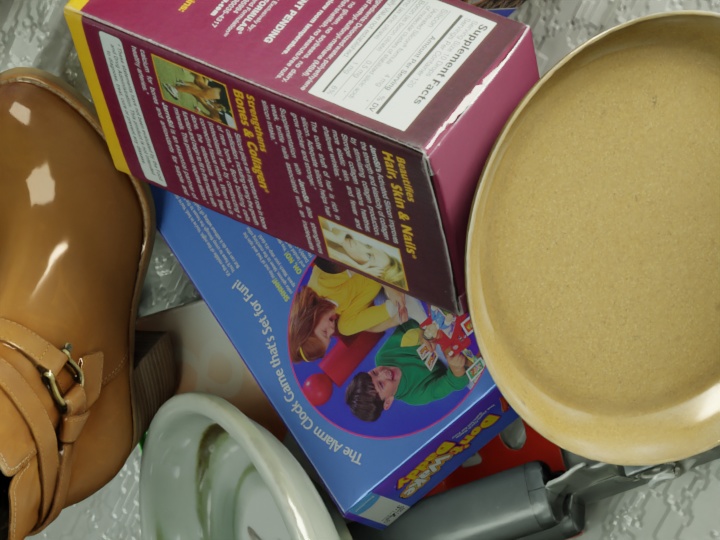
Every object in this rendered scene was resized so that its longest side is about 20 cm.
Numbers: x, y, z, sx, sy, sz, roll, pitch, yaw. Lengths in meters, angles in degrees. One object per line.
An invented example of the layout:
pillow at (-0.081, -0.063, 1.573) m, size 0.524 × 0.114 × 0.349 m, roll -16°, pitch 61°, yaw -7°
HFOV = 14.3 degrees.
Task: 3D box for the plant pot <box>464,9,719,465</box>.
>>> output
plant pot at (0.127, -0.015, 1.247) m, size 0.027 × 0.199 × 0.201 m, roll 27°, pitch 112°, yaw 60°

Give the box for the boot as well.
boot at (-0.161, 0.022, 1.332) m, size 0.076 × 0.155 × 0.201 m, roll 5°, pitch 120°, yaw 28°

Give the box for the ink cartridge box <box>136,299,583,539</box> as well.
ink cartridge box at (-0.006, 0.078, 1.398) m, size 0.200 × 0.050 × 0.163 m, roll -16°, pitch 89°, yaw 33°

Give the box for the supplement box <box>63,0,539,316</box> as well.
supplement box at (-0.021, -0.075, 1.273) m, size 0.200 × 0.086 × 0.111 m, roll 23°, pitch 149°, yaw 28°

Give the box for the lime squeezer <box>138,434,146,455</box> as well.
lime squeezer at (-0.128, 0.045, 1.457) m, size 0.038 × 0.071 × 0.200 m, roll -23°, pitch 115°, yaw 14°

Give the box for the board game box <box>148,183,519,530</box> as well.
board game box at (0.000, 0.000, 1.344) m, size 0.134 × 0.045 × 0.200 m, roll -40°, pitch 64°, yaw 12°

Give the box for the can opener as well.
can opener at (0.077, 0.093, 1.338) m, size 0.200 × 0.053 × 0.067 m, roll -20°, pitch 68°, yaw 20°

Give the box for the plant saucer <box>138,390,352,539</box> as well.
plant saucer at (-0.041, 0.150, 1.348) m, size 0.200 × 0.050 × 0.201 m, roll 38°, pitch 135°, yaw 52°

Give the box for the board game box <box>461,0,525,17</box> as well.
board game box at (0.064, -0.228, 1.291) m, size 0.200 × 0.097 × 0.160 m, roll -40°, pitch 76°, yaw 27°
